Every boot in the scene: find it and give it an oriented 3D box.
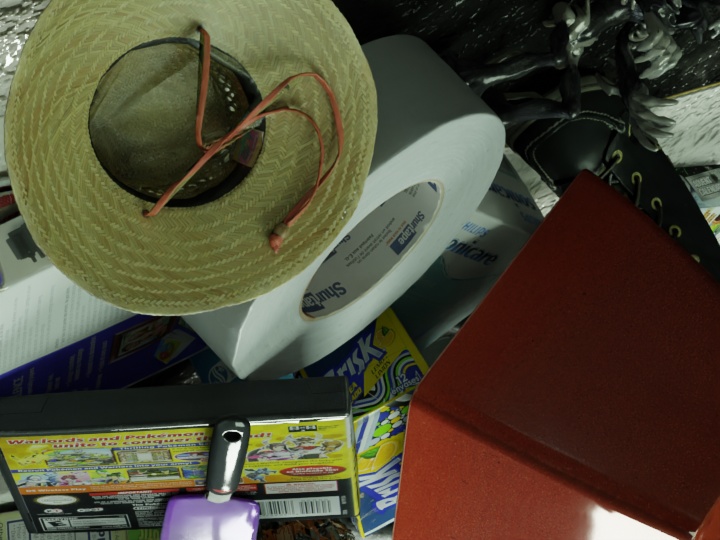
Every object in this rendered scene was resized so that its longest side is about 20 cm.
[{"bbox_3d":[0.174,-0.035,1.792,0.073,0.154,0.203,-36,159,13],"label":"boot"}]

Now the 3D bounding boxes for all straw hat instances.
[{"bbox_3d":[-0.099,-0.075,1.425,0.201,0.202,0.085,-22,-160,-23],"label":"straw hat"}]

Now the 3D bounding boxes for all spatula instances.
[{"bbox_3d":[-0.078,0.122,1.598,0.056,0.021,0.200,4,156,-6],"label":"spatula"}]

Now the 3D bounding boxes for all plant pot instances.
[{"bbox_3d":[0.149,0.100,1.711,0.200,0.176,0.200,-52,162,-30],"label":"plant pot"}]

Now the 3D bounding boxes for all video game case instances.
[{"bbox_3d":[-0.102,0.107,1.620,0.199,0.026,0.181,-3,157,1],"label":"video game case"}]

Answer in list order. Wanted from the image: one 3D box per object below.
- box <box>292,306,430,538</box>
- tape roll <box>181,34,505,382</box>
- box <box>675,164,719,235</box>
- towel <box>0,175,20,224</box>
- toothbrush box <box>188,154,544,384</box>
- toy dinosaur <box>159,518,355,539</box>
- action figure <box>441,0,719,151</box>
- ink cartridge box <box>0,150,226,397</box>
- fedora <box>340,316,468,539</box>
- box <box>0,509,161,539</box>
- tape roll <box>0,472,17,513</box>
[{"bbox_3d":[0.007,0.092,1.741,0.070,0.064,0.200,-28,157,-7],"label":"box"},{"bbox_3d":[-0.014,-0.032,1.551,0.200,0.066,0.200,-40,162,-16],"label":"tape roll"},{"bbox_3d":[0.165,0.002,2.022,0.137,0.040,0.200,-6,148,-49],"label":"box"},{"bbox_3d":[-0.178,0.003,1.590,0.144,0.023,0.200,-16,154,-36],"label":"towel"},{"bbox_3d":[0.000,0.000,1.733,0.200,0.085,0.146,-37,158,17],"label":"toothbrush box"},{"bbox_3d":[-0.076,0.193,1.734,0.199,0.136,0.102,-14,151,-28],"label":"toy dinosaur"},{"bbox_3d":[0.150,-0.126,1.637,0.200,0.102,0.119,-28,147,-2],"label":"action figure"},{"bbox_3d":[-0.161,0.022,1.568,0.200,0.043,0.198,-28,158,-23],"label":"ink cartridge box"},{"bbox_3d":[0.027,0.087,1.916,0.200,0.201,0.092,-34,-169,8],"label":"fedora"},{"bbox_3d":[-0.183,0.204,1.825,0.199,0.097,0.176,-10,169,27],"label":"box"},{"bbox_3d":[-0.135,0.121,1.777,0.202,0.037,0.203,-5,168,-1],"label":"tape roll"}]
